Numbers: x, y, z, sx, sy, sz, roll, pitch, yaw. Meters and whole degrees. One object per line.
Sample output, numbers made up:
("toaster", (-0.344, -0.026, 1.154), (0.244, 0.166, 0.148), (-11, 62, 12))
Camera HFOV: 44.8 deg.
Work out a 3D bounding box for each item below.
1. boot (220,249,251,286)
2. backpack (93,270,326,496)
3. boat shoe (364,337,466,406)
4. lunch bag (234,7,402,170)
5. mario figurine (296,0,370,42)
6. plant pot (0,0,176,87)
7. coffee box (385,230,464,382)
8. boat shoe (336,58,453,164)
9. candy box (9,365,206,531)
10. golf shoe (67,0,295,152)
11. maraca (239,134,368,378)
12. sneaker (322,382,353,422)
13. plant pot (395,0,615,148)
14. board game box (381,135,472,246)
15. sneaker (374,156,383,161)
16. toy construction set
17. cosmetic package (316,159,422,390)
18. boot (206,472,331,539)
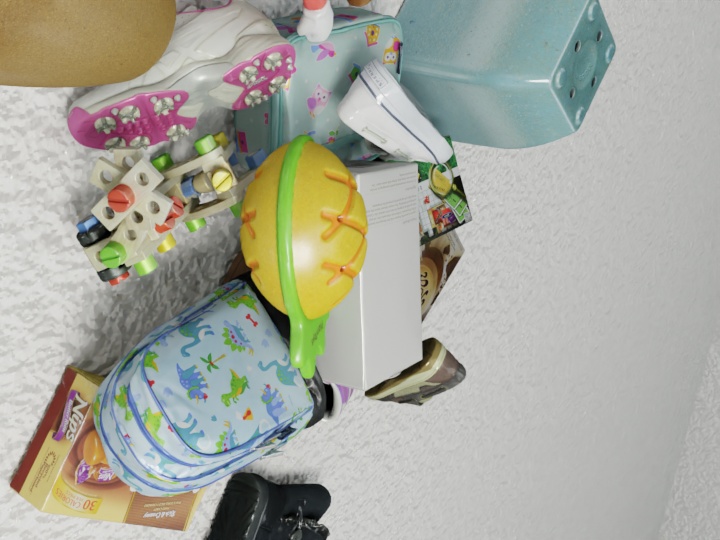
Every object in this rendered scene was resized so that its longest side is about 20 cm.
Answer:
("boot", (-0.101, 0.089, 0.939), (0.146, 0.069, 0.204), (28, 67, -71))
("backpack", (-0.132, 0.104, 0.755), (0.198, 0.153, 0.165), (-26, 89, -28))
("boat shoe", (0.066, 0.140, 1.099), (0.072, 0.066, 0.201), (-57, -172, -27))
("lunch bag", (-0.035, -0.172, 0.871), (0.199, 0.076, 0.163), (-25, 128, -45))
("mario figurine", (-0.073, -0.271, 0.746), (0.198, 0.123, 0.107), (-12, 138, -48))
("plant pot", (-0.208, -0.193, 0.557), (0.189, 0.184, 0.200), (-69, 159, 2))
("coffee box", (0.037, 0.017, 1.072), (0.202, 0.079, 0.113), (-58, 146, -15))
("boat shoe", (0.031, -0.145, 0.869), (0.066, 0.074, 0.200), (-38, 154, 11))
("candy box", (-0.218, 0.176, 0.832), (0.199, 0.056, 0.118), (35, 78, -54))
("golf shoe", (-0.155, -0.165, 0.728), (0.198, 0.092, 0.076), (-25, 162, -20))
("maraca", (-0.045, -0.012, 0.735), (0.137, 0.105, 0.204), (-56, 146, -66))
("sneaker", (-0.044, 0.061, 0.923), (0.114, 0.071, 0.204), (-65, 143, -72))
("plant pot", (0.175, -0.255, 1.008), (0.199, 0.198, 0.195), (-62, 146, -6))
("board game box", (0.041, -0.072, 0.969), (0.198, 0.023, 0.106), (-27, 102, -36))
("sneaker", (-0.009, -0.058, 0.996), (0.082, 0.071, 0.203), (32, 77, -40))
("toy construction set", (-0.158, -0.054, 0.714), (0.094, 0.129, 0.200), (69, 20, -5))
("cosmetic package", (0.000, 0.000, 0.847), (0.107, 0.084, 0.204), (-16, 109, -53))
("boot", (-0.117, 0.346, 1.046), (0.168, 0.076, 0.203), (32, 76, -52))
